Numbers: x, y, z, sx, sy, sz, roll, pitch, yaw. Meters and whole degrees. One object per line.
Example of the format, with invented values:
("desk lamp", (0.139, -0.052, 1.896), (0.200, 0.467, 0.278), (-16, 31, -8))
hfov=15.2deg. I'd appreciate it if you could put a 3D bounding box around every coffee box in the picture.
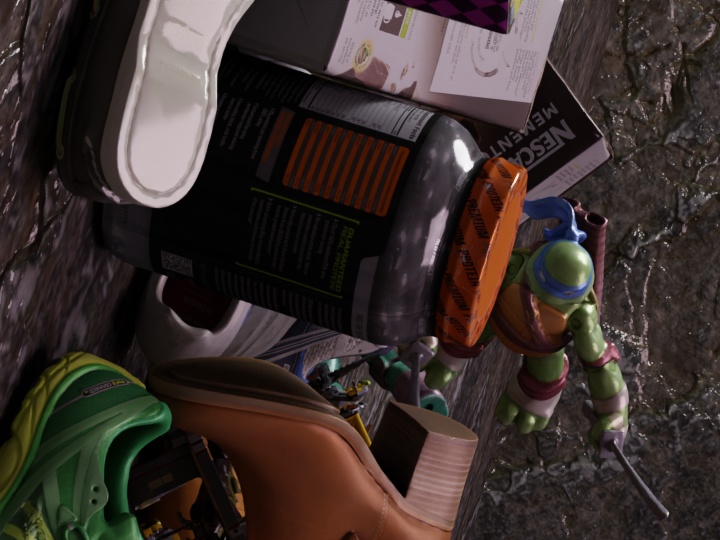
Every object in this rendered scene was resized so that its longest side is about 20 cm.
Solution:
("coffee box", (0.005, -0.137, 1.410), (0.199, 0.113, 0.080), (10, 98, -56))
("coffee box", (0.042, -0.061, 1.654), (0.199, 0.113, 0.080), (-35, 168, 4))

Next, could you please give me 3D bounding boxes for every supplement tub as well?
("supplement tub", (-0.022, -0.036, 1.377), (0.123, 0.199, 0.123), (18, 90, -81))

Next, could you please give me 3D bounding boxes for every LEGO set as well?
("LEGO set", (-0.074, 0.105, 1.509), (0.154, 0.199, 0.117), (-143, -151, -87))

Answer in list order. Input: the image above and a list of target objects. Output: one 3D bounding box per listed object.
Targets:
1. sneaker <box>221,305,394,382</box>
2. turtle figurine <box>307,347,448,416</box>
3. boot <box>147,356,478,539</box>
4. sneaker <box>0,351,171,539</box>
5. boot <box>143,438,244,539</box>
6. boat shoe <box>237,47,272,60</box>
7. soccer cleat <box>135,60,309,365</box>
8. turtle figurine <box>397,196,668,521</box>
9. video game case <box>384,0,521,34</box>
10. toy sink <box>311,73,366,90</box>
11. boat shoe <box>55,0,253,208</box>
("sneaker", (0.000, 0.000, 1.540), (0.200, 0.085, 0.077), (-41, -158, 30))
("turtle figurine", (-0.024, 0.038, 1.761), (0.101, 0.149, 0.200), (73, -9, -46))
("boot", (-0.041, 0.135, 1.402), (0.156, 0.199, 0.074), (-68, -154, 9))
("sneaker", (-0.150, 0.137, 1.306), (0.074, 0.083, 0.201), (81, 29, -71))
("boot", (-0.105, 0.120, 1.623), (0.144, 0.070, 0.202), (73, 33, -63))
("boat shoe", (-0.027, -0.165, 1.565), (0.200, 0.072, 0.072), (-40, 124, -70))
("soccer cleat", (-0.064, -0.034, 1.502), (0.086, 0.069, 0.201), (130, -17, -70))
("turtle figurine", (0.084, 0.066, 1.601), (0.194, 0.143, 0.202), (121, -37, -75))
("video game case", (0.001, -0.203, 1.216), (0.036, 0.199, 0.182), (92, 18, -52))
("toy sink", (0.042, -0.144, 1.769), (0.112, 0.129, 0.201), (-36, 143, -74))
("boat shoe", (-0.090, -0.126, 1.254), (0.072, 0.060, 0.203), (31, 70, -41))
